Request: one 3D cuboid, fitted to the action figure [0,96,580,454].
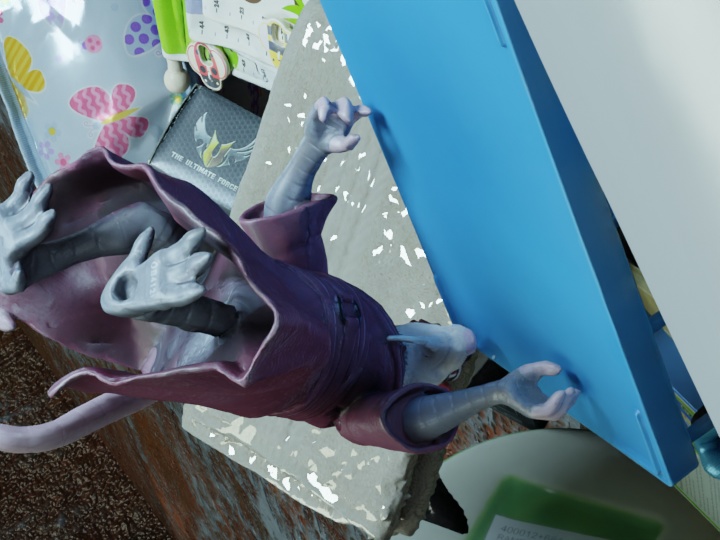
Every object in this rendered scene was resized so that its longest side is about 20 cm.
[{"bbox_3d":[-0.028,0.030,0.712,0.199,0.149,0.134,23,-150,-54],"label":"action figure"}]

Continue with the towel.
[{"bbox_3d":[0.000,0.000,0.868,0.132,0.202,0.034,28,-166,34],"label":"towel"}]

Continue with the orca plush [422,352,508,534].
[{"bbox_3d":[0.070,0.014,0.879,0.105,0.071,0.202,21,100,47],"label":"orca plush"}]

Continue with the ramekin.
[{"bbox_3d":[0.094,0.170,1.001,0.200,0.199,0.098,43,154,43],"label":"ramekin"}]

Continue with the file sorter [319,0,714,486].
[{"bbox_3d":[0.082,-0.062,0.697,0.139,0.122,0.201,36,154,55],"label":"file sorter"}]

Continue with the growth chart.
[{"bbox_3d":[-0.035,-0.125,0.928,0.199,0.018,0.146,20,134,42],"label":"growth chart"}]

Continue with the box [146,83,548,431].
[{"bbox_3d":[0.007,-0.003,1.013,0.199,0.051,0.158,28,172,18],"label":"box"}]

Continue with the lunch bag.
[{"bbox_3d":[-0.113,-0.098,1.130,0.170,0.126,0.202,-11,-99,-77],"label":"lunch bag"}]

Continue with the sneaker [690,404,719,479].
[{"bbox_3d":[0.192,0.075,0.700,0.200,0.082,0.074,30,148,58],"label":"sneaker"}]

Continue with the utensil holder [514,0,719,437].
[{"bbox_3d":[0.129,-0.049,0.485,0.201,0.169,0.170,61,165,-10],"label":"utensil holder"}]

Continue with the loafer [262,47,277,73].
[{"bbox_3d":[-0.036,-0.159,1.006,0.201,0.073,0.071,63,176,-11],"label":"loafer"}]

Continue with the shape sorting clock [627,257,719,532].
[{"bbox_3d":[0.160,0.074,0.884,0.200,0.039,0.200,48,172,9],"label":"shape sorting clock"}]
